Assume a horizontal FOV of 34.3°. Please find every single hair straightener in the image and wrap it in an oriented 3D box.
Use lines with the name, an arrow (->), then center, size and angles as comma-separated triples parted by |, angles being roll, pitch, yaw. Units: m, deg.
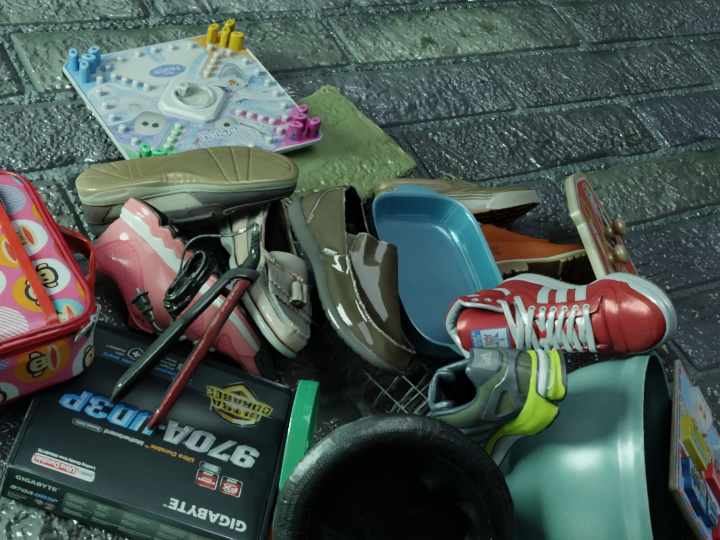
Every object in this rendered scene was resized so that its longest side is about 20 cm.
hair straightener -> -0.142, 0.028, 0.932 | 0.077, 0.041, 0.200 | 33, 60, -3

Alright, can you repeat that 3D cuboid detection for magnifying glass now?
magnifying glass -> -0.057, 0.179, 0.925 | 0.022, 0.080, 0.200 | 8, 56, 2

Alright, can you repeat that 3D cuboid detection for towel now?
towel -> -0.041, -0.116, 1.221 | 0.148, 0.036, 0.200 | 42, 44, 12

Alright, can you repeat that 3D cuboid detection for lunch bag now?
lunch bag -> -0.290, 0.012, 0.910 | 0.176, 0.082, 0.200 | -18, 50, -26

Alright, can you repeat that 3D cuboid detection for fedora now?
fedora -> 0.018, 0.187, 0.910 | 0.200, 0.201, 0.092 | 11, 13, -19

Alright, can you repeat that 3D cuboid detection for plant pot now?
plant pot -> 0.189, 0.173, 0.979 | 0.134, 0.200, 0.200 | -7, 39, 22

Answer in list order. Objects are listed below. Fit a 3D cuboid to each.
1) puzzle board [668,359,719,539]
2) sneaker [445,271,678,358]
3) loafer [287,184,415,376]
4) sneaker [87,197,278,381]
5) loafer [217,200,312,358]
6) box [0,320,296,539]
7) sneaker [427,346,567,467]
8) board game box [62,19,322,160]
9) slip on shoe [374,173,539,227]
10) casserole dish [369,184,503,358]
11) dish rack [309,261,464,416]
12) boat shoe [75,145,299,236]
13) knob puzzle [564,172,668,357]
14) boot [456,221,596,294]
puzzle board -> 0.323, 0.199, 1.053 | 0.200, 0.017, 0.151 | 56, 34, -30
sneaker -> 0.156, 0.046, 0.966 | 0.112, 0.200, 0.071 | -18, 102, -34
loafer -> 0.000, 0.000, 1.014 | 0.073, 0.071, 0.200 | 29, 29, -58
sneaker -> -0.155, 0.033, 1.014 | 0.087, 0.074, 0.200 | -42, 91, -1
loafer -> -0.077, -0.005, 1.034 | 0.072, 0.063, 0.200 | 48, 8, -38
box -> -0.162, 0.133, 0.920 | 0.200, 0.046, 0.159 | 21, 44, -9
sneaker -> 0.085, 0.111, 0.925 | 0.081, 0.200, 0.074 | 18, 51, -12
board game box -> -0.169, -0.178, 1.180 | 0.200, 0.026, 0.200 | -18, 53, -30
slip on shoe -> 0.102, -0.074, 1.229 | 0.200, 0.076, 0.061 | -11, 74, -27
casserole dish -> 0.072, 0.007, 1.089 | 0.121, 0.039, 0.200 | 1, 52, -29
dish rack -> 0.036, 0.071, 1.080 | 0.200, 0.055, 0.153 | 43, 46, 11
boat shoe -> -0.156, -0.069, 1.067 | 0.200, 0.065, 0.072 | -7, 35, -12
knob puzzle -> 0.269, -0.026, 1.227 | 0.220, 0.030, 0.220 | 50, 24, -31
boot -> 0.166, -0.014, 1.215 | 0.200, 0.075, 0.107 | -2, 38, -37
